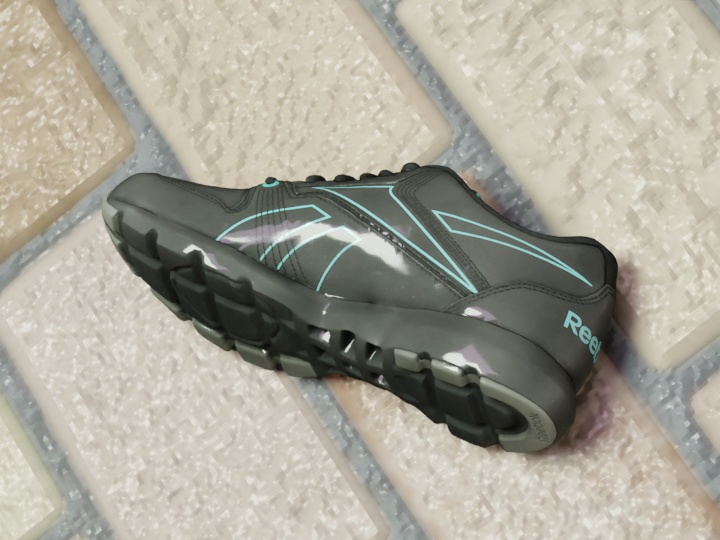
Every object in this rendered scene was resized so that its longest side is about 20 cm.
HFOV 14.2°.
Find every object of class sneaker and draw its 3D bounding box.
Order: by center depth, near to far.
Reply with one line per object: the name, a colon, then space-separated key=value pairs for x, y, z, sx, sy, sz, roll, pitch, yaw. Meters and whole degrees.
sneaker: x=0.000 y=0.000 z=1.043 sx=0.199 sy=0.076 sz=0.079 roll=21 pitch=66 yaw=22
